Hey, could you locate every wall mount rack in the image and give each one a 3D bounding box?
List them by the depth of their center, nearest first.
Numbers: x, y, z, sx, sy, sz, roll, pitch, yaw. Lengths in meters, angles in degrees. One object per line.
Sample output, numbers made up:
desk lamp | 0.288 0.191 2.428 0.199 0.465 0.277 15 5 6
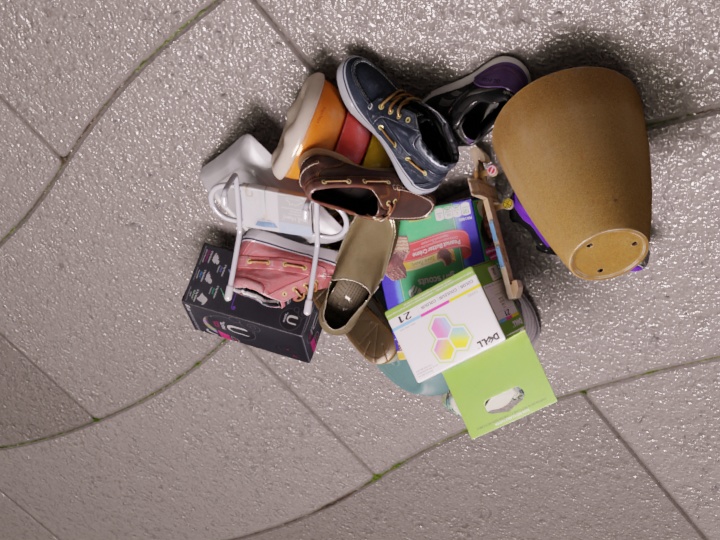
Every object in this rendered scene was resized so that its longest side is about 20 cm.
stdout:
wall mount rack | -0.117 -0.038 1.527 0.197 0.075 0.176 10 130 12

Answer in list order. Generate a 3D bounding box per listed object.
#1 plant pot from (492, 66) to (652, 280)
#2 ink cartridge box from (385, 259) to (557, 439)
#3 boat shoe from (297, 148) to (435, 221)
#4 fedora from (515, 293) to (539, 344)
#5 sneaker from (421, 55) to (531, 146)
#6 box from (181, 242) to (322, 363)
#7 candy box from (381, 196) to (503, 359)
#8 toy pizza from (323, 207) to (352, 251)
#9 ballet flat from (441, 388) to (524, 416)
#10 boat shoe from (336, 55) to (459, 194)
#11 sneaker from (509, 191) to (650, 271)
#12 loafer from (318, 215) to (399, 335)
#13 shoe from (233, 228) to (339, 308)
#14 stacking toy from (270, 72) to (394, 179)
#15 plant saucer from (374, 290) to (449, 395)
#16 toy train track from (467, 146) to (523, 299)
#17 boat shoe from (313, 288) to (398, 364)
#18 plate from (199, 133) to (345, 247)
plant pot | 0.260 -0.096 1.331 0.183 0.202 0.188 -6 144 -4
ink cartridge box | 0.144 0.110 1.488 0.147 0.075 0.202 -29 83 30
boat shoe | 0.011 -0.093 1.456 0.197 0.071 0.071 11 130 -26
fedora | 0.166 0.088 1.685 0.174 0.091 0.202 -5 130 30
sneaker | 0.121 -0.188 1.435 0.076 0.088 0.199 40 136 -17
box | -0.159 0.051 1.770 0.197 0.108 0.123 15 158 11
candy box | 0.114 0.011 1.579 0.167 0.077 0.203 -11 95 33
toy pizza | -0.051 -0.061 1.685 0.197 0.032 0.202 14 136 13
ballet flat | 0.190 0.196 1.799 0.074 0.075 0.199 39 136 -15
boat shoe | 0.051 -0.196 1.427 0.202 0.070 0.091 55 152 3
sneaker | 0.282 -0.051 1.514 0.198 0.070 0.100 32 140 4
loafer | 0.000 0.000 1.541 0.075 0.068 0.203 18 101 -5
shoe | -0.081 0.014 1.607 0.197 0.092 0.072 17 163 2
stacking toy | -0.007 -0.154 1.504 0.197 0.148 0.147 24 139 -10
plant saucer | 0.055 0.119 1.743 0.200 0.036 0.201 42 156 23
toy train track | 0.183 -0.064 1.482 0.032 0.114 0.203 -17 80 22
boat shoe | -0.008 0.058 1.670 0.074 0.066 0.201 -40 68 12
plate | -0.134 -0.089 1.638 0.200 0.032 0.199 46 153 -13
